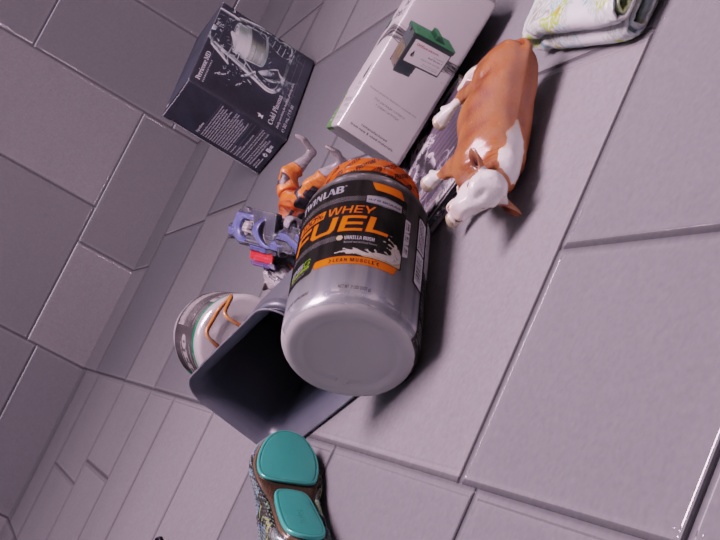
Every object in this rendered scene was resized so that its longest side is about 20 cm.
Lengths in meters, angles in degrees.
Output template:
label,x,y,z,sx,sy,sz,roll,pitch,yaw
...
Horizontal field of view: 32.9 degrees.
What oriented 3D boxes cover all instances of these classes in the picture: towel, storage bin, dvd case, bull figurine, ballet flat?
label,x,y,z,sx,sy,sz,roll,pitch,yaw
towel,0.214,-0.272,1.024,0.173,0.048,0.200,-61,16,-1
storage bin,-0.070,0.060,1.211,0.200,0.145,0.135,-43,14,46
dvd case,0.067,-0.096,1.236,0.149,0.016,0.201,-54,19,29
bull figurine,0.105,-0.108,1.050,0.121,0.065,0.202,-32,33,54
ballet flat,-0.068,0.211,1.067,0.075,0.074,0.200,-57,14,13

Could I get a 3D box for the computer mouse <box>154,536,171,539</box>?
label,x,y,z,sx,sy,sz,roll,pitch,yaw
computer mouse,-0.253,0.396,1.357,0.140,0.052,0.200,-57,6,11

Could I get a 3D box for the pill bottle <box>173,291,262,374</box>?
label,x,y,z,sx,sy,sz,roll,pitch,yaw
pill bottle,-0.164,0.083,1.475,0.114,0.112,0.200,-63,16,-9

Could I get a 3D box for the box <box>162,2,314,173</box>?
label,x,y,z,sx,sy,sz,roll,pitch,yaw
box,-0.208,-0.314,2.105,0.124,0.195,0.202,-41,26,49

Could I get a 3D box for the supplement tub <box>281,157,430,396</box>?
label,x,y,z,sx,sy,sz,roll,pitch,yaw
supplement tub,0.000,0.000,1.085,0.123,0.121,0.202,-47,24,39

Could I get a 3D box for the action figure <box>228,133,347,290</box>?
label,x,y,z,sx,sy,sz,roll,pitch,yaw
action figure,-0.066,-0.058,1.505,0.199,0.104,0.196,27,95,49

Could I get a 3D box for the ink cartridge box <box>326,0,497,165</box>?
label,x,y,z,sx,sy,sz,roll,pitch,yaw
ink cartridge box,0.052,-0.221,1.325,0.202,0.084,0.146,-59,8,1
